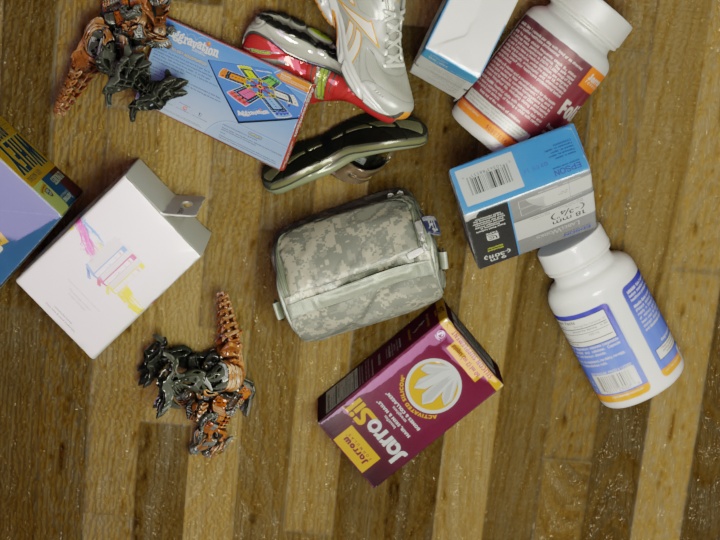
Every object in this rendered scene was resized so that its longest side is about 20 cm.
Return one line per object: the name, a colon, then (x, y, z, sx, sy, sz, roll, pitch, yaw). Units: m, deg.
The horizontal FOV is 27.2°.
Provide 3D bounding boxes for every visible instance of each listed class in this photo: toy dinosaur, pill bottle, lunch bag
toy dinosaur: (-0.185, 0.123, 1.760, 0.134, 0.102, 0.203, 4, 90, -26)
toy dinosaur: (-0.262, -0.245, 1.653, 0.201, 0.101, 0.136, -54, 55, 33)
pill bottle: (0.285, 0.048, 1.728, 0.111, 0.112, 0.201, -28, 102, 6)
lunch bag: (0.000, 0.000, 1.681, 0.198, 0.168, 0.141, -18, 104, 3)
pill bottle: (0.204, -0.219, 1.658, 0.114, 0.114, 0.201, 36, 101, -9)

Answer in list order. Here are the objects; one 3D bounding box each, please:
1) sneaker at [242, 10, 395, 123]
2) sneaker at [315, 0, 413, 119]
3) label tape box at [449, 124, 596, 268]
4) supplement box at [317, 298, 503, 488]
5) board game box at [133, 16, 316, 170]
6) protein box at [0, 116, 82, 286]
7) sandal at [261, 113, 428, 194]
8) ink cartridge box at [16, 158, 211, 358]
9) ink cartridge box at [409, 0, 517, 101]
sneaker: (-0.044, -0.217, 1.686, 0.199, 0.077, 0.085, 30, 119, -2)
sneaker: (0.019, -0.263, 1.618, 0.092, 0.075, 0.202, -33, 75, 34)
label tape box: (0.185, -0.065, 1.649, 0.143, 0.200, 0.064, -20, 63, 3)
supplement box: (0.057, 0.145, 1.760, 0.200, 0.086, 0.111, -40, 102, 8)
board game box: (-0.153, -0.199, 1.666, 0.199, 0.019, 0.104, 27, 105, 17)
protein box: (-0.458, -0.070, 1.671, 0.198, 0.135, 0.200, 43, 100, -10)
sandal: (-0.016, -0.128, 1.705, 0.199, 0.080, 0.058, -19, 122, 10)
ink cartridge box: (-0.268, -0.025, 1.690, 0.200, 0.129, 0.125, -43, 101, 8)
ink cartridge box: (0.109, -0.256, 1.596, 0.066, 0.200, 0.117, 26, 87, -3)
